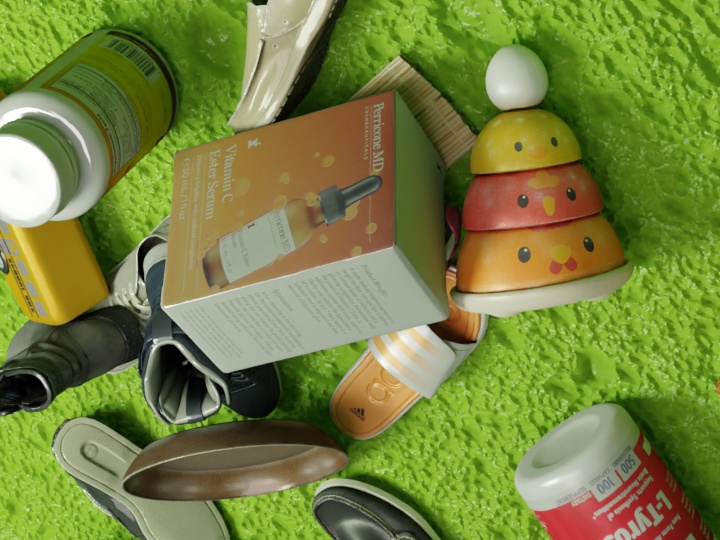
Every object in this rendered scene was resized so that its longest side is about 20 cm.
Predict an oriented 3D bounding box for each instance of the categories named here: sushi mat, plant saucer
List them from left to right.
[{"bbox_3d":[-0.110,0.163,1.704,0.199,0.200,0.032,-17,71,27],"label":"plant saucer"},{"bbox_3d":[0.001,-0.087,1.611,0.096,0.012,0.200,47,123,-7],"label":"sushi mat"}]

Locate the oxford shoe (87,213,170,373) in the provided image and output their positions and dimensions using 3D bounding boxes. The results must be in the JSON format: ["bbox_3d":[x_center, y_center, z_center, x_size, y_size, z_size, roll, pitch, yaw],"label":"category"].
[{"bbox_3d":[-0.191,0.022,1.717,0.075,0.058,0.200,39,124,-4],"label":"oxford shoe"}]

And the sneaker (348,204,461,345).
[{"bbox_3d":[0.000,0.000,1.609,0.199,0.081,0.075,-30,118,30],"label":"sneaker"}]

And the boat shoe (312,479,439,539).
[{"bbox_3d":[0.035,0.263,1.740,0.200,0.068,0.072,43,124,-2],"label":"boat shoe"}]

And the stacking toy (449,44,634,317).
[{"bbox_3d":[0.126,-0.073,1.520,0.145,0.146,0.202,-7,97,24],"label":"stacking toy"}]

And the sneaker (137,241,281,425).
[{"bbox_3d":[-0.124,0.093,1.648,0.076,0.147,0.203,-23,131,13],"label":"sneaker"}]

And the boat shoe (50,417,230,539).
[{"bbox_3d":[-0.202,0.207,1.823,0.200,0.072,0.068,40,161,-10],"label":"boat shoe"}]

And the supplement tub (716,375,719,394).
[{"bbox_3d":[0.380,0.101,1.498,0.199,0.123,0.123,31,123,3],"label":"supplement tub"}]

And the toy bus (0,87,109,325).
[{"bbox_3d":[-0.291,-0.056,1.691,0.078,0.065,0.201,8,125,55],"label":"toy bus"}]

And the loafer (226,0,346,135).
[{"bbox_3d":[-0.061,-0.188,1.550,0.068,0.076,0.201,33,118,7],"label":"loafer"}]

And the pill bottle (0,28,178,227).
[{"bbox_3d":[-0.230,-0.111,1.576,0.108,0.200,0.110,9,119,17],"label":"pill bottle"}]

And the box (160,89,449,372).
[{"bbox_3d":[-0.041,-0.029,1.533,0.198,0.153,0.106,-15,142,20],"label":"box"}]

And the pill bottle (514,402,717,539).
[{"bbox_3d":[0.225,0.218,1.624,0.112,0.112,0.201,-30,103,31],"label":"pill bottle"}]

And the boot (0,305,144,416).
[{"bbox_3d":[-0.290,0.084,1.717,0.199,0.131,0.070,-20,98,50],"label":"boot"}]

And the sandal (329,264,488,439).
[{"bbox_3d":[0.035,0.084,1.659,0.079,0.059,0.207,36,123,0],"label":"sandal"}]
